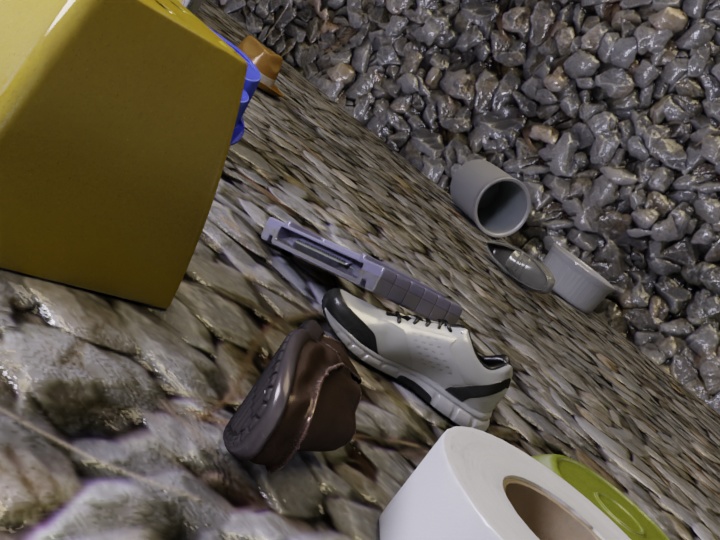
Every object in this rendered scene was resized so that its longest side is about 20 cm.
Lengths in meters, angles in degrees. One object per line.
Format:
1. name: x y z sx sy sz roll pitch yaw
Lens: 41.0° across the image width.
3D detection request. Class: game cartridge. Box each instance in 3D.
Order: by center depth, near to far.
1. game cartridge: 0.000 0.000 0.988 0.129 0.039 0.199 21 3 -42

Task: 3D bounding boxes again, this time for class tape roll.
1. tape roll: 0.110 0.189 0.595 0.202 0.071 0.203 35 11 -8

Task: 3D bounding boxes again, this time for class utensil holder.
1. utensil holder: 0.358 -0.207 2.685 0.169 0.171 0.200 31 11 -26

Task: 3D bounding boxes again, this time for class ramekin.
1. ramekin: 0.562 0.024 2.547 0.200 0.098 0.201 35 11 -8

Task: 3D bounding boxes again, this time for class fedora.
1. fedora: -0.234 -0.474 2.186 0.200 0.082 0.201 34 12 -8

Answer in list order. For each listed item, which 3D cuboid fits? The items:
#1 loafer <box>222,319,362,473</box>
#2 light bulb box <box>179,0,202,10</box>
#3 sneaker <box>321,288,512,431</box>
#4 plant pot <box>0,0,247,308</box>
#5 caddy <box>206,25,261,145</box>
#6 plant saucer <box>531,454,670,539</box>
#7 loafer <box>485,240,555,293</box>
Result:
1. loafer: -0.028 0.079 0.609 0.071 0.073 0.200 35 11 0
2. light bulb box: -0.427 -0.733 2.357 0.124 0.199 0.200 33 10 -7
3. sneaker: 0.055 0.067 0.901 0.199 0.080 0.074 33 14 -10
4. plant pot: -0.195 -0.119 0.643 0.200 0.177 0.199 45 14 34
5. caddy: -0.227 -0.244 1.247 0.199 0.105 0.142 34 34 -13
6. plant saucer: 0.229 0.232 0.882 0.199 0.031 0.200 35 11 -8
7. loafer: 0.349 -0.009 2.134 0.069 0.070 0.200 19 12 -41
